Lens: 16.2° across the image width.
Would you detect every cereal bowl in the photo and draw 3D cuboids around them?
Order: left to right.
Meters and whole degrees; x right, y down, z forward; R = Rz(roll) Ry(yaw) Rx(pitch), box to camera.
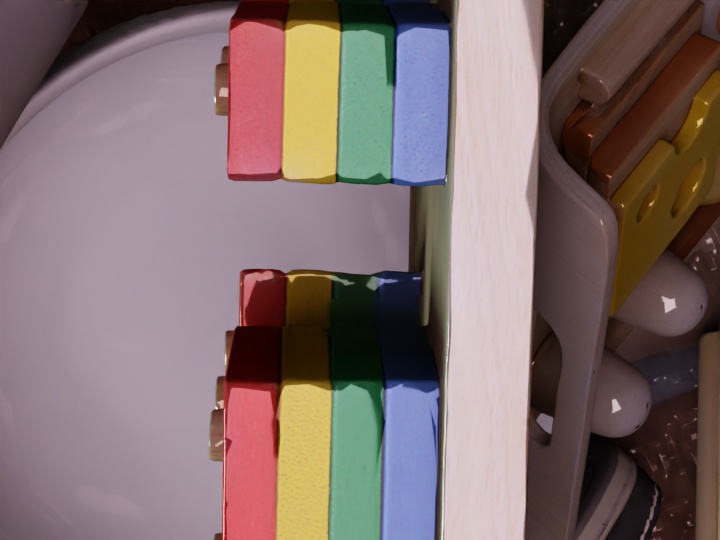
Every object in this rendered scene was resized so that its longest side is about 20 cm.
[{"bbox_3d":[-0.043,0.016,0.750,0.200,0.083,0.200,-4,102,-20],"label":"cereal bowl"}]

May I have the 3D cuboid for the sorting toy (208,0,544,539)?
[{"bbox_3d":[0.000,0.000,0.624,0.070,0.199,0.200,1,100,-1],"label":"sorting toy"}]

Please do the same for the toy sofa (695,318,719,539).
[{"bbox_3d":[0.201,0.058,0.758,0.200,0.098,0.083,1,83,8],"label":"toy sofa"}]

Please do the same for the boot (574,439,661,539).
[{"bbox_3d":[0.081,0.169,0.802,0.151,0.073,0.200,28,86,-14],"label":"boot"}]

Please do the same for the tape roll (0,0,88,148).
[{"bbox_3d":[-0.168,-0.092,0.625,0.200,0.200,0.066,32,98,-3],"label":"tape roll"}]

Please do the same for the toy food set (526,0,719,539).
[{"bbox_3d":[0.102,-0.031,0.657,0.060,0.200,0.144,28,146,20],"label":"toy food set"}]
